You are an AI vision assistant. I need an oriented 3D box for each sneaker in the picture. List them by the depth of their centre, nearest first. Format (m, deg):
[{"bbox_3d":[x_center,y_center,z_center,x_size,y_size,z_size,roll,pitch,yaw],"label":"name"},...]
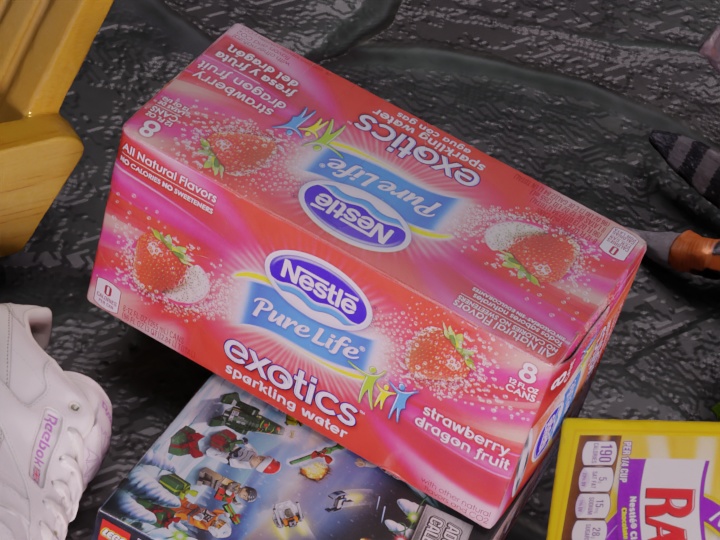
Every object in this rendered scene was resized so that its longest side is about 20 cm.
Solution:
[{"bbox_3d":[-0.134,0.080,0.881,0.099,0.075,0.200,-5,47,-21],"label":"sneaker"}]

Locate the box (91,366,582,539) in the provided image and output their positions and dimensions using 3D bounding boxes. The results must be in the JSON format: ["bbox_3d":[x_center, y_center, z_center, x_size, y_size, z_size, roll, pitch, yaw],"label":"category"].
[{"bbox_3d":[-0.003,0.080,0.948,0.137,0.040,0.200,27,43,10],"label":"box"}]

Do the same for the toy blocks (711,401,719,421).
[{"bbox_3d":[0.235,-0.002,0.967,0.200,0.137,0.100,-37,85,-1],"label":"toy blocks"}]

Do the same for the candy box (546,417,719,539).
[{"bbox_3d":[0.114,0.148,0.857,0.102,0.026,0.200,1,59,16],"label":"candy box"}]

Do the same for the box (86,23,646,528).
[{"bbox_3d":[0.000,0.000,0.930,0.200,0.100,0.095,29,43,13],"label":"box"}]

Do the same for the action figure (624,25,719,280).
[{"bbox_3d":[0.235,-0.041,1.091,0.193,0.105,0.200,30,87,4],"label":"action figure"}]

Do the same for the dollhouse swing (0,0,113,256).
[{"bbox_3d":[-0.216,-0.123,0.956,0.182,0.176,0.200,-16,54,-32],"label":"dollhouse swing"}]
